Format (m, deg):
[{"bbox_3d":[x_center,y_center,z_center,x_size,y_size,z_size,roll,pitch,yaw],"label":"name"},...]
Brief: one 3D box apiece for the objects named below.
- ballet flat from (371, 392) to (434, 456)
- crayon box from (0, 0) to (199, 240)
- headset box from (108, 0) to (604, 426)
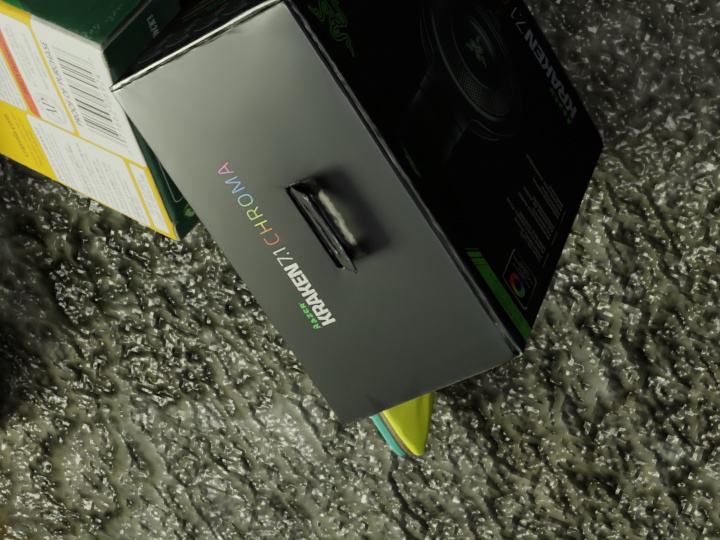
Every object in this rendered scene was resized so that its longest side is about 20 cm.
[{"bbox_3d":[0.000,0.000,0.940,0.067,0.067,0.200,-29,107,9],"label":"ballet flat"},{"bbox_3d":[-0.157,-0.104,0.883,0.200,0.052,0.126,25,151,29],"label":"crayon box"},{"bbox_3d":[0.006,-0.060,0.814,0.093,0.200,0.174,-23,110,29],"label":"headset box"}]
